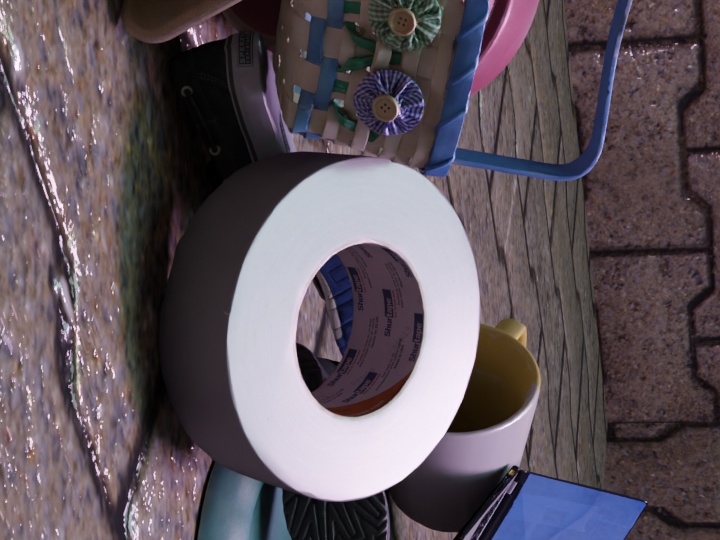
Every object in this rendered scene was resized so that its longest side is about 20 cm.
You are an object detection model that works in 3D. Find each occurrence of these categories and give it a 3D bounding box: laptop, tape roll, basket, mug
[{"bbox_3d":[0.130,0.278,1.591,0.200,0.116,0.188,-39,158,-57],"label":"laptop"},{"bbox_3d":[-0.020,0.031,1.080,0.200,0.066,0.202,-7,100,-41],"label":"tape roll"},{"bbox_3d":[0.054,-0.136,1.042,0.139,0.199,0.177,-109,-157,-58],"label":"basket"},{"bbox_3d":[0.097,0.144,1.632,0.149,0.186,0.154,49,-30,44],"label":"mug"}]

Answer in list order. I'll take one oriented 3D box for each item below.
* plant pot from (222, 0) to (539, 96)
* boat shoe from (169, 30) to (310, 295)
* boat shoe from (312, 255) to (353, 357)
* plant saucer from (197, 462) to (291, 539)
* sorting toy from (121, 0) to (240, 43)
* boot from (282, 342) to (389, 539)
[{"bbox_3d":[-0.002,-0.203,1.191,0.179,0.199,0.201,-7,96,-63],"label":"plant pot"},{"bbox_3d":[-0.069,-0.062,1.131,0.069,0.056,0.201,-92,172,-47],"label":"boat shoe"},{"bbox_3d":[0.000,0.000,1.316,0.072,0.072,0.201,-104,170,-71],"label":"boat shoe"},{"bbox_3d":[-0.066,0.207,1.180,0.200,0.027,0.201,-2,90,-78],"label":"plant saucer"},{"bbox_3d":[-0.040,-0.226,0.987,0.036,0.199,0.186,43,41,-38],"label":"sorting toy"},{"bbox_3d":[-0.014,0.135,1.249,0.200,0.065,0.166,57,16,-79],"label":"boot"}]
